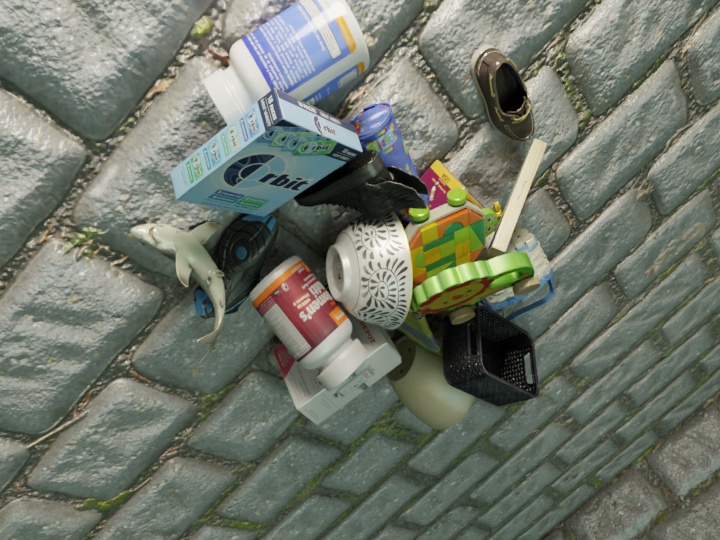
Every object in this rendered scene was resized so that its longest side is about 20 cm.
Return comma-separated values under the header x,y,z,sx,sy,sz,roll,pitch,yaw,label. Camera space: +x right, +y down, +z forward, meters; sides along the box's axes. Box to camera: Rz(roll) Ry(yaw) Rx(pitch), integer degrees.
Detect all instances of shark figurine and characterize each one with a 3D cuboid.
x,y,z,sx,sy,sz,roll,pitch,yaw,label
-0.251,0.018,0.843,0.127,0.218,0.089,-31,-175,-42,shark figurine

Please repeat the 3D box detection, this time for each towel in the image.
x,y,z,sx,sy,sz,roll,pitch,yaw,label
0.086,0.088,1.037,0.023,0.142,0.201,-50,145,-12,towel

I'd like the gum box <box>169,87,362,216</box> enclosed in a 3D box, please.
x,y,z,sx,sy,sz,roll,pitch,yaw,label
-0.121,-0.143,0.727,0.197,0.046,0.168,-28,163,28,gum box

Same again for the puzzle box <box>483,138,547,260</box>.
x,y,z,sx,sy,sz,roll,pitch,yaw,label
0.269,-0.112,0.970,0.133,0.025,0.204,60,53,-78,puzzle box

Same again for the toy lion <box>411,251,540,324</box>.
x,y,z,sx,sy,sz,roll,pitch,yaw,label
0.182,0.023,0.900,0.196,0.070,0.191,-26,159,18,toy lion

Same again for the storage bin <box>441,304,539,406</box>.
x,y,z,sx,sy,sz,roll,pitch,yaw,label
0.255,0.171,1.081,0.198,0.139,0.093,29,141,-36,storage bin

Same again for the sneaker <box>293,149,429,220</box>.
x,y,z,sx,sy,sz,roll,pitch,yaw,label
-0.002,-0.112,0.835,0.196,0.061,0.105,-18,128,33,sneaker

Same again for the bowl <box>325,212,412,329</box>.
x,y,z,sx,sy,sz,roll,pitch,yaw,label
0.000,0.000,0.894,0.092,0.202,0.205,-7,129,-23,bowl

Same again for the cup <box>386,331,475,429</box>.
x,y,z,sx,sy,sz,roll,pitch,yaw,label
0.136,0.213,1.167,0.141,0.202,0.202,28,111,-26,cup

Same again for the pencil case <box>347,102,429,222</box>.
x,y,z,sx,sy,sz,roll,pitch,yaw,label
0.047,-0.168,0.871,0.076,0.089,0.201,-15,136,18,pencil case

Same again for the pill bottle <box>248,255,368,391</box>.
x,y,z,sx,sy,sz,roll,pitch,yaw,label
-0.081,0.086,0.892,0.109,0.110,0.201,-40,90,0,pill bottle

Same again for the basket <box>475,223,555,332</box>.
x,y,z,sx,sy,sz,roll,pitch,yaw,label
0.302,0.015,1.112,0.173,0.139,0.204,-26,118,-5,basket

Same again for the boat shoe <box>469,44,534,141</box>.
x,y,z,sx,sy,sz,roll,pitch,yaw,label
0.244,-0.278,0.904,0.072,0.060,0.200,-40,134,6,boat shoe

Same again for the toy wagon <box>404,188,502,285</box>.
x,y,z,sx,sy,sz,roll,pitch,yaw,label
0.153,-0.056,0.903,0.196,0.040,0.158,-23,133,-10,toy wagon

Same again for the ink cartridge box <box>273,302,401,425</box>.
x,y,z,sx,sy,sz,roll,pitch,yaw,label
-0.044,0.155,1.012,0.198,0.148,0.083,-36,138,2,ink cartridge box

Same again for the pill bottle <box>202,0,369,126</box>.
x,y,z,sx,sy,sz,roll,pitch,yaw,label
-0.095,-0.256,0.696,0.197,0.113,0.113,-32,135,-1,pill bottle

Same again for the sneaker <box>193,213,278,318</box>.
x,y,z,sx,sy,sz,roll,pitch,yaw,label
-0.190,-0.010,0.888,0.201,0.073,0.081,-50,156,16,sneaker

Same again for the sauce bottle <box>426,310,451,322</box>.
x,y,z,sx,sy,sz,roll,pitch,yaw,label
0.174,0.008,1.097,0.063,0.065,0.204,-8,128,-22,sauce bottle

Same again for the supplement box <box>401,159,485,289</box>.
x,y,z,sx,sy,sz,roll,pitch,yaw,label
0.123,-0.067,0.978,0.200,0.104,0.130,-47,134,14,supplement box

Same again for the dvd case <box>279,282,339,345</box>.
x,y,z,sx,sy,sz,roll,pitch,yaw,label
-0.046,0.094,1.075,0.147,0.016,0.201,27,110,-41,dvd case
